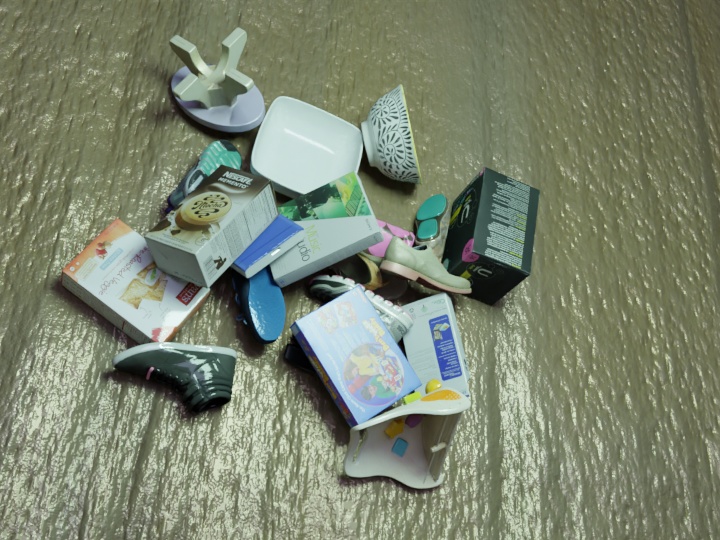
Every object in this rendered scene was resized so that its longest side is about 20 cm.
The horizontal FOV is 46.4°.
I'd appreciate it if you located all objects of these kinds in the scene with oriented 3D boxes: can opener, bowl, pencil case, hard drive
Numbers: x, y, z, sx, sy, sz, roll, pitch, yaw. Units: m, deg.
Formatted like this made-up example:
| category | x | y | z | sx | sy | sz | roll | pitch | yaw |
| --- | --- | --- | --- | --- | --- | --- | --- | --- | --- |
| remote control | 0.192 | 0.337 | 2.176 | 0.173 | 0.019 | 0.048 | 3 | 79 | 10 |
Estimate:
| category | x | y | z | sx | sy | sz | roll | pitch | yaw |
| --- | --- | --- | --- | --- | --- | --- | --- | --- | --- |
| can opener | -0.030 | 0.150 | 1.455 | 0.200 | 0.079 | 0.063 | 20 | 14 | -6 |
| bowl | -0.106 | -0.213 | 1.600 | 0.200 | 0.075 | 0.200 | 22 | 57 | -10 |
| bowl | 0.056 | -0.257 | 1.646 | 0.094 | 0.201 | 0.201 | -11 | 66 | 5 |
| pencil case | -0.001 | -0.054 | 1.553 | 0.200 | 0.091 | 0.094 | 15 | 65 | -16 |
| hard drive | -0.210 | -0.073 | 1.449 | 0.132 | 0.025 | 0.200 | -38 | 51 | -27 |

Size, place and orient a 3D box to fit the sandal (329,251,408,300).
| category | x | y | z | sx | sy | sz | roll | pitch | yaw |
| --- | --- | --- | --- | --- | --- | --- | --- | --- | --- |
| sandal | 0.000 | 0.000 | 1.507 | 0.200 | 0.080 | 0.054 | 34 | 20 | -25 |

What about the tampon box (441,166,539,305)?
| category | x | y | z | sx | sy | sz | roll | pitch | yaw |
| --- | --- | --- | --- | --- | --- | --- | --- | --- | --- |
| tampon box | 0.247 | -0.065 | 1.618 | 0.126 | 0.150 | 0.200 | 21 | 58 | -11 |

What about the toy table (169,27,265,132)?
| category | x | y | z | sx | sy | sz | roll | pitch | yaw |
| --- | --- | --- | --- | --- | --- | --- | --- | --- | --- |
| toy table | -0.271 | -0.349 | 1.546 | 0.200 | 0.117 | 0.184 | 21 | 64 | 12 |

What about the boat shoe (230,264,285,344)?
| category | x | y | z | sx | sy | sz | roll | pitch | yaw |
| --- | --- | --- | --- | --- | --- | --- | --- | --- | --- |
| boat shoe | -0.178 | 0.041 | 1.448 | 0.084 | 0.069 | 0.200 | 8 | 56 | -33 |

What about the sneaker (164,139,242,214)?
| category | x | y | z | sx | sy | sz | roll | pitch | yaw |
| --- | --- | --- | --- | --- | --- | --- | --- | --- | --- |
| sneaker | -0.287 | -0.170 | 1.514 | 0.074 | 0.087 | 0.200 | 57 | 30 | -17 |

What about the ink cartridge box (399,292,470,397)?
| category | x | y | z | sx | sy | sz | roll | pitch | yaw |
| --- | --- | --- | --- | --- | --- | --- | --- | --- | --- |
| ink cartridge box | 0.133 | 0.147 | 1.499 | 0.099 | 0.039 | 0.200 | -18 | 65 | 18 |

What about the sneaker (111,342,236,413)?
| category | x | y | z | sx | sy | sz | roll | pitch | yaw |
| --- | --- | --- | --- | --- | --- | --- | --- | --- | --- |
| sneaker | -0.289 | 0.173 | 1.328 | 0.200 | 0.071 | 0.099 | 4 | 58 | -24 |

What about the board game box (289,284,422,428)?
| category | x | y | z | sx | sy | sz | roll | pitch | yaw |
| --- | --- | --- | --- | --- | --- | --- | --- | --- | --- |
| board game box | -0.008 | 0.143 | 1.401 | 0.134 | 0.045 | 0.200 | -29 | 83 | -24 |

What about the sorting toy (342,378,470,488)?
| category | x | y | z | sx | sy | sz | roll | pitch | yaw |
| --- | --- | --- | --- | --- | --- | --- | --- | --- | --- |
| sorting toy | 0.060 | 0.270 | 1.364 | 0.180 | 0.200 | 0.107 | -11 | 43 | -27 |

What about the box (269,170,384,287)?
| category | x | y | z | sx | sy | sz | roll | pitch | yaw |
| --- | --- | --- | --- | --- | --- | --- | --- | --- | --- |
| box | -0.073 | -0.073 | 1.456 | 0.200 | 0.036 | 0.144 | -24 | 57 | 4 |

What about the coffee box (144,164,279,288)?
| category | x | y | z | sx | sy | sz | roll | pitch | yaw |
| --- | --- | --- | --- | --- | --- | --- | --- | --- | --- |
| coffee box | -0.239 | -0.076 | 1.380 | 0.113 | 0.080 | 0.200 | 18 | 50 | 28 |

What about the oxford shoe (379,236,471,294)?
| category | x | y | z | sx | sy | sz | roll | pitch | yaw |
| --- | --- | --- | --- | --- | --- | --- | --- | --- | --- |
| oxford shoe | 0.129 | -0.006 | 1.518 | 0.200 | 0.071 | 0.074 | 19 | 83 | -35 |

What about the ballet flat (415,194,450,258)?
| category | x | y | z | sx | sy | sz | roll | pitch | yaw |
| --- | --- | --- | --- | --- | --- | --- | --- | --- | --- |
| ballet flat | 0.140 | -0.078 | 1.627 | 0.200 | 0.068 | 0.067 | -66 | 141 | -56 |

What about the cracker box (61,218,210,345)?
| category | x | y | z | sx | sy | sz | roll | pitch | yaw |
| --- | --- | --- | --- | --- | --- | --- | --- | --- | --- |
| cracker box | -0.368 | 0.027 | 1.381 | 0.200 | 0.058 | 0.134 | 37 | 57 | -1 |

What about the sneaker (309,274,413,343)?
| category | x | y | z | sx | sy | sz | roll | pitch | yaw |
| --- | --- | --- | --- | --- | --- | --- | --- | --- | --- |
| sneaker | -0.009 | 0.079 | 1.487 | 0.200 | 0.074 | 0.087 | 27 | 69 | 2 |
